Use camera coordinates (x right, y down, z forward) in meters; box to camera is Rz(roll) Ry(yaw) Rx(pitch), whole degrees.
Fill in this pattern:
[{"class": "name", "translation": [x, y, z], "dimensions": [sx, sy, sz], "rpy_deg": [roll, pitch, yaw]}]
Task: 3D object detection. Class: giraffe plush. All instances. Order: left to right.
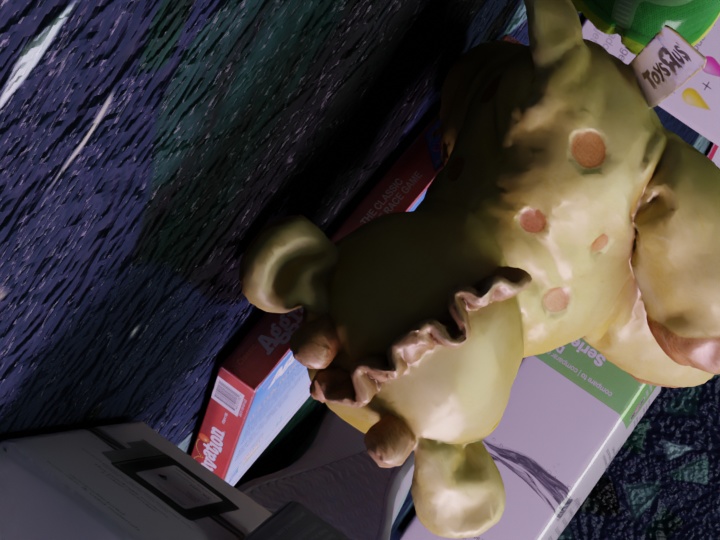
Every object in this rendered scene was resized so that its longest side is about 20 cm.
[{"class": "giraffe plush", "translation": [0.047, 0.005, 1.075], "dimensions": [0.162, 0.172, 0.200], "rpy_deg": [-43, 162, -14]}]

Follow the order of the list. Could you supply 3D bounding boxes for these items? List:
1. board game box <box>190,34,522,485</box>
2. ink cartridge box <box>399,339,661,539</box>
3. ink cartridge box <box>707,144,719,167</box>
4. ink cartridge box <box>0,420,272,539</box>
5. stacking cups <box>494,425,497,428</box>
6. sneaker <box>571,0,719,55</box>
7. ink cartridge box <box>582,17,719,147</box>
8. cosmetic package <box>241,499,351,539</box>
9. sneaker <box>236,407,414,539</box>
[{"class": "board game box", "translation": [0.000, 0.000, 1.196], "dimensions": [0.200, 0.019, 0.103], "rpy_deg": [-49, 171, -31]}, {"class": "ink cartridge box", "translation": [0.118, 0.132, 2.066], "dimensions": [0.201, 0.084, 0.146], "rpy_deg": [-55, 170, -4]}, {"class": "ink cartridge box", "translation": [0.351, -0.133, 2.310], "dimensions": [0.200, 0.084, 0.145], "rpy_deg": [-50, 170, -26]}, {"class": "ink cartridge box", "translation": [-0.092, 0.115, 0.979], "dimensions": [0.116, 0.068, 0.200], "rpy_deg": [-56, 170, 5]}, {"class": "stacking cups", "translation": [0.064, 0.009, 1.428], "dimensions": [0.061, 0.060, 0.200], "rpy_deg": [-48, 168, -34]}, {"class": "sneaker", "translation": [0.133, -0.168, 1.131], "dimensions": [0.201, 0.074, 0.084], "rpy_deg": [-61, 177, -26]}, {"class": "ink cartridge box", "translation": [0.232, -0.122, 1.377], "dimensions": [0.148, 0.199, 0.145], "rpy_deg": [-60, 170, 29]}, {"class": "cosmetic package", "translation": [0.021, 0.177, 0.934], "dimensions": [0.107, 0.199, 0.090], "rpy_deg": [-60, 170, 26]}, {"class": "sneaker", "translation": [-0.032, 0.145, 1.358], "dimensions": [0.200, 0.073, 0.119], "rpy_deg": [-44, 160, -60]}]
